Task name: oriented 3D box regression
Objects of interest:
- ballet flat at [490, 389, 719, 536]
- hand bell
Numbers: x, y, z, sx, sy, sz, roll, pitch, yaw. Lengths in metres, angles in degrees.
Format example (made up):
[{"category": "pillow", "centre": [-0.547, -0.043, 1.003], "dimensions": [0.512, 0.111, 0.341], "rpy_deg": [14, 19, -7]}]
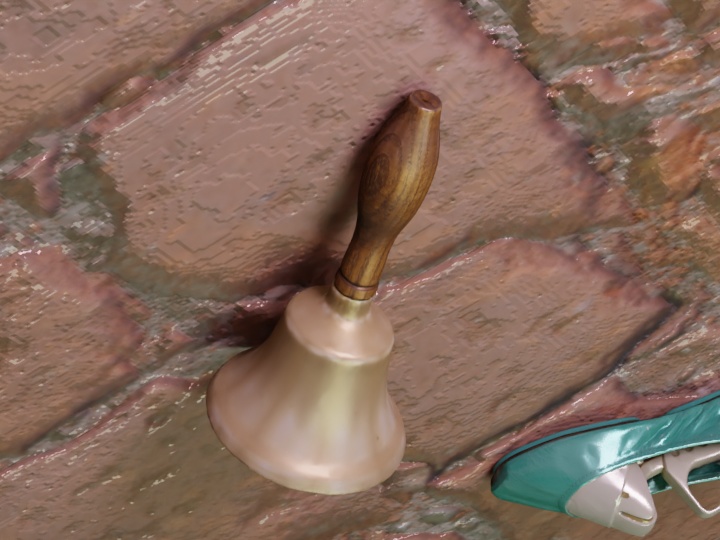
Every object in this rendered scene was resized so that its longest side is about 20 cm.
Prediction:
[{"category": "ballet flat", "centre": [0.179, 0.118, 1.384], "dimensions": [0.199, 0.071, 0.068], "rpy_deg": [-16, 149, -8]}, {"category": "hand bell", "centre": [0.000, 0.000, 1.102], "dimensions": [0.103, 0.104, 0.201], "rpy_deg": [-3, 132, -28]}]
